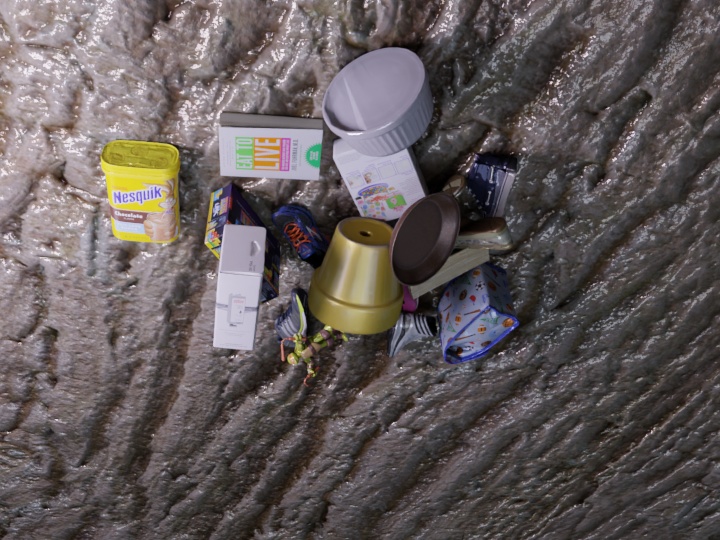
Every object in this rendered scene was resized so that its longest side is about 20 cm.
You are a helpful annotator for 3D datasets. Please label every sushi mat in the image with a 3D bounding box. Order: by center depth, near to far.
[{"bbox_3d":[0.195,-0.003,1.739,0.199,0.012,0.096,-27,151,-3],"label":"sushi mat"}]

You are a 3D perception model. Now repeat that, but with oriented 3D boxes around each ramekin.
[{"bbox_3d":[0.039,-0.296,1.422,0.202,0.203,0.094,-20,143,15],"label":"ramekin"}]

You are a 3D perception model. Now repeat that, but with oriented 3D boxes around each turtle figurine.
[{"bbox_3d":[-0.110,0.184,1.871,0.161,0.064,0.200,-31,137,-10],"label":"turtle figurine"}]

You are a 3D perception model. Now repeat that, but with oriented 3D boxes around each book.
[{"bbox_3d":[-0.178,-0.242,1.563,0.199,0.048,0.134,1,138,-7],"label":"book"}]

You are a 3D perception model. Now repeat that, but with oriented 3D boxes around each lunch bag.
[{"bbox_3d":[0.257,0.102,1.825,0.124,0.170,0.200,28,125,-25],"label":"lunch bag"}]

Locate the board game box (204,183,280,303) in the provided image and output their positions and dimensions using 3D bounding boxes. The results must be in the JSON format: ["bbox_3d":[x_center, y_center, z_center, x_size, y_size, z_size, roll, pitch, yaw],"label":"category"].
[{"bbox_3d":[-0.240,-0.054,1.649,0.057,0.166,0.200,-22,131,17],"label":"board game box"}]

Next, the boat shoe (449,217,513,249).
[{"bbox_3d":[0.233,-0.069,1.668,0.200,0.073,0.063,3,131,54],"label":"boat shoe"}]

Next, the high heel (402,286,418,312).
[{"bbox_3d":[0.090,0.037,1.815,0.096,0.068,0.200,5,146,-2],"label":"high heel"}]

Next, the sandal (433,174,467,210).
[{"bbox_3d":[0.170,-0.127,1.661,0.054,0.081,0.200,27,133,-13],"label":"sandal"}]

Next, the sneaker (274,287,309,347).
[{"bbox_3d":[-0.165,0.121,1.888,0.081,0.074,0.201,4,132,-2],"label":"sneaker"}]

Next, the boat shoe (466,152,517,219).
[{"bbox_3d":[0.260,-0.161,1.651,0.092,0.075,0.201,14,131,3],"label":"boat shoe"}]

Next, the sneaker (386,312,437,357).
[{"bbox_3d":[0.125,0.162,1.910,0.115,0.076,0.201,4,153,-4],"label":"sneaker"}]

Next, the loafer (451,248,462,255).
[{"bbox_3d":[0.157,-0.038,1.752,0.199,0.070,0.070,8,132,-11],"label":"loafer"}]

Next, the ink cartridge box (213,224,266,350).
[{"bbox_3d":[-0.233,0.031,1.515,0.082,0.147,0.201,5,131,-9],"label":"ink cartridge box"}]

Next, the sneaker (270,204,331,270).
[{"bbox_3d":[-0.119,-0.067,1.704,0.075,0.079,0.200,-30,128,23],"label":"sneaker"}]

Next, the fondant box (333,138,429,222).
[{"bbox_3d":[0.046,-0.194,1.606,0.144,0.058,0.200,-16,132,13],"label":"fondant box"}]

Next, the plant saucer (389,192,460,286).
[{"bbox_3d":[0.122,-0.067,1.576,0.200,0.037,0.201,-28,133,-34],"label":"plant saucer"}]

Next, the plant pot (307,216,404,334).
[{"bbox_3d":[0.000,0.000,1.639,0.200,0.201,0.190,6,119,-8],"label":"plant pot"}]

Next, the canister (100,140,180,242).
[{"bbox_3d":[-0.439,-0.155,1.599,0.148,0.087,0.201,4,135,-6],"label":"canister"}]
